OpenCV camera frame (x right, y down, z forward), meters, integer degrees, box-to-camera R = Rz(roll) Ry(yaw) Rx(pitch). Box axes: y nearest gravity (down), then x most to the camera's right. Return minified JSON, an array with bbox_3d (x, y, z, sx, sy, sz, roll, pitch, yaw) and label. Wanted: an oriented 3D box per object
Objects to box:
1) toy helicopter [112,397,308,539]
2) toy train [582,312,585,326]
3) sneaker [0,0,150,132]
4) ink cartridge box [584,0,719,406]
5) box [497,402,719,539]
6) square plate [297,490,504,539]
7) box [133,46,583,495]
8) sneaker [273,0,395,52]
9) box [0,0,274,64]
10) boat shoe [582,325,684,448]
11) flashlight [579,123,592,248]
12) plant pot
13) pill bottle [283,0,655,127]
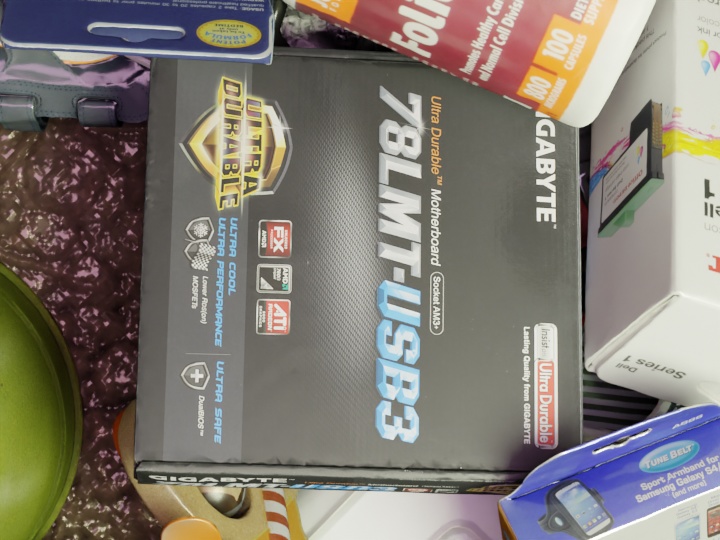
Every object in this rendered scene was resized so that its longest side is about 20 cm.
[{"bbox_3d":[-0.043,0.137,1.071,0.079,0.132,0.200,-35,105,22],"label":"toy helicopter"},{"bbox_3d":[0.136,0.085,1.130,0.150,0.056,0.200,-30,94,-6],"label":"toy train"},{"bbox_3d":[-0.149,-0.099,1.090,0.200,0.078,0.079,26,90,3],"label":"sneaker"},{"bbox_3d":[0.187,-0.035,1.049,0.145,0.084,0.200,17,57,-19],"label":"ink cartridge box"},{"bbox_3d":[0.128,0.136,1.012,0.119,0.200,0.042,-21,54,-6],"label":"box"},{"bbox_3d":[0.050,0.164,1.148,0.200,0.028,0.198,44,91,-5],"label":"square plate"},{"bbox_3d":[0.000,0.000,1.013,0.198,0.050,0.200,3,75,-3],"label":"box"},{"bbox_3d":[0.031,-0.128,1.087,0.200,0.098,0.071,-12,94,-4],"label":"sneaker"},{"bbox_3d":[-0.099,-0.147,1.038,0.121,0.200,0.032,3,129,-4],"label":"box"},{"bbox_3d":[0.140,0.061,1.068,0.200,0.067,0.074,-1,90,-7],"label":"boat shoe"},{"bbox_3d":[0.041,-0.013,1.112,0.200,0.068,0.068,-24,95,-2],"label":"flashlight"},{"bbox_3d":[-0.236,0.085,1.042,0.200,0.193,0.201,0,95,-3],"label":"plant pot"},{"bbox_3d":[0.029,-0.151,0.974,0.200,0.114,0.114,23,93,-1],"label":"pill bottle"}]
